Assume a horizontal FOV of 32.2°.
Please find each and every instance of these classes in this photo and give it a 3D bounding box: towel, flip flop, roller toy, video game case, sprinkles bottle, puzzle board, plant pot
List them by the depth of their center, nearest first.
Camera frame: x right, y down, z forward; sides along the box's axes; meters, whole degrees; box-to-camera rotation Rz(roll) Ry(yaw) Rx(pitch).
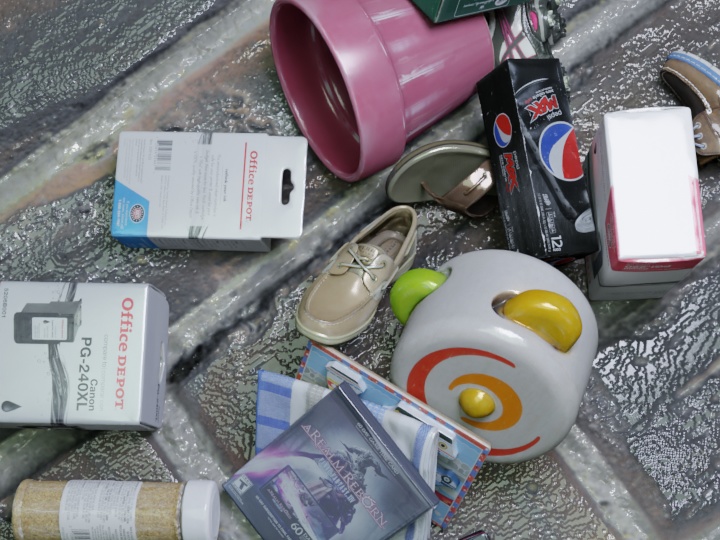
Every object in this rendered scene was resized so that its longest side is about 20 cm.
[{"bbox_3d":[0.128,0.087,1.186,0.200,0.183,0.140,-4,36,27],"label":"roller toy"},{"bbox_3d":[-0.034,0.215,1.205,0.143,0.019,0.200,51,125,6],"label":"video game case"},{"bbox_3d":[-0.018,0.186,1.210,0.200,0.024,0.147,17,118,24],"label":"towel"},{"bbox_3d":[0.018,0.163,1.218,0.200,0.151,0.017,30,48,10],"label":"puzzle board"},{"bbox_3d":[-0.244,0.244,1.253,0.200,0.068,0.068,0,78,4],"label":"sprinkles bottle"},{"bbox_3d":[0.029,-0.214,1.278,0.179,0.200,0.200,-24,77,-17],"label":"plant pot"},{"bbox_3d":[0.126,-0.084,1.280,0.200,0.081,0.058,5,50,-9],"label":"flip flop"}]

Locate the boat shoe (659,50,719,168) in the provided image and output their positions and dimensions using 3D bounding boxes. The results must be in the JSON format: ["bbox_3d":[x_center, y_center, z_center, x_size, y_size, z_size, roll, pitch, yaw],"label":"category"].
[{"bbox_3d":[0.374,-0.140,1.290,0.072,0.072,0.200,-41,79,-4],"label":"boat shoe"}]

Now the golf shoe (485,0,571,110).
[{"bbox_3d":[0.175,-0.212,1.329,0.088,0.077,0.200,-8,77,25],"label":"golf shoe"}]

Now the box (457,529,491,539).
[{"bbox_3d":[0.084,0.312,1.150,0.122,0.200,0.106,-26,78,-2],"label":"box"}]

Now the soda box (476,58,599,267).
[{"bbox_3d":[0.172,-0.104,1.225,0.063,0.071,0.200,-5,79,-25],"label":"soda box"}]

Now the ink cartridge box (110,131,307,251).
[{"bbox_3d":[-0.154,-0.082,1.315,0.200,0.067,0.116,2,78,5],"label":"ink cartridge box"}]

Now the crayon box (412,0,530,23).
[{"bbox_3d":[0.072,-0.334,1.250,0.126,0.052,0.200,-19,55,-31],"label":"crayon box"}]

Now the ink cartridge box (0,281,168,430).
[{"bbox_3d":[-0.305,0.087,1.274,0.200,0.083,0.145,0,78,4],"label":"ink cartridge box"}]

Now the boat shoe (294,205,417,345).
[{"bbox_3d":[0.000,0.000,1.234,0.072,0.065,0.200,28,41,16],"label":"boat shoe"}]

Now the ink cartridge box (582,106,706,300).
[{"bbox_3d":[0.269,-0.059,1.215,0.085,0.200,0.146,-4,78,4],"label":"ink cartridge box"}]
